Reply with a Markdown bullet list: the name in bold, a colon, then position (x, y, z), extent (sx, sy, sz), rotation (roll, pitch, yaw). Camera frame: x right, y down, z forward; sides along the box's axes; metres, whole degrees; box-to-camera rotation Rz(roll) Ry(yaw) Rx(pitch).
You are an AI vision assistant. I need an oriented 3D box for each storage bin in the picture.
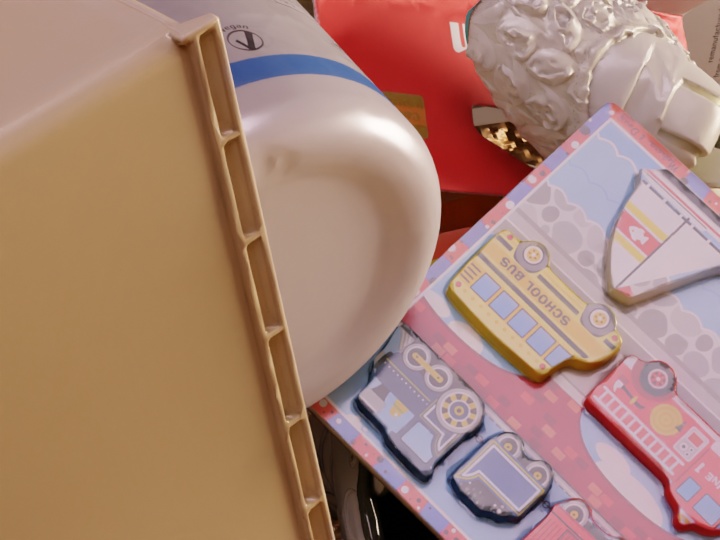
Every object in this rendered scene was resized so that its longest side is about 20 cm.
- **storage bin**: position (-0.116, 0.052, 0.506), extent (0.200, 0.199, 0.094), rotation (-35, 43, -29)

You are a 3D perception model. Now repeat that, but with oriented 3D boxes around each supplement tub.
- **supplement tub**: position (-0.077, -0.052, 0.712), extent (0.132, 0.132, 0.200), rotation (-24, 49, -22)

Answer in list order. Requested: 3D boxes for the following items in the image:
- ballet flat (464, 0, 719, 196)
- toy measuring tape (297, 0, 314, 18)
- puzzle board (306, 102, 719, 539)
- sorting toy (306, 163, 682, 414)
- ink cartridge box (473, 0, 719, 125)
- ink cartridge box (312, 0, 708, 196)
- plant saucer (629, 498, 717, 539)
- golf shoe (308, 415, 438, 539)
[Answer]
- **ballet flat**: position (0.121, -0.045, 0.815), extent (0.072, 0.200, 0.072), rotation (-27, 43, 29)
- **toy measuring tape**: position (-0.039, -0.124, 0.853), extent (0.200, 0.074, 0.074), rotation (-2, 49, -8)
- **puzzle board**: position (0.102, 0.057, 0.711), extent (0.151, 0.017, 0.200), rotation (-43, 78, -15)
- **sorting toy**: position (0.000, 0.000, 0.810), extent (0.200, 0.037, 0.185), rotation (-8, 20, -7)
- **ink cartridge box**: position (0.053, -0.142, 0.971), extent (0.200, 0.086, 0.147), rotation (-9, 50, -8)
- **ink cartridge box**: position (0.065, -0.116, 0.826), extent (0.200, 0.045, 0.177), rotation (3, 71, -39)
- **plant saucer**: position (0.142, 0.073, 0.780), extent (0.200, 0.037, 0.200), rotation (15, 34, -10)
- **golf shoe**: position (0.020, 0.067, 0.782), extent (0.078, 0.097, 0.200), rotation (-10, 49, -9)
